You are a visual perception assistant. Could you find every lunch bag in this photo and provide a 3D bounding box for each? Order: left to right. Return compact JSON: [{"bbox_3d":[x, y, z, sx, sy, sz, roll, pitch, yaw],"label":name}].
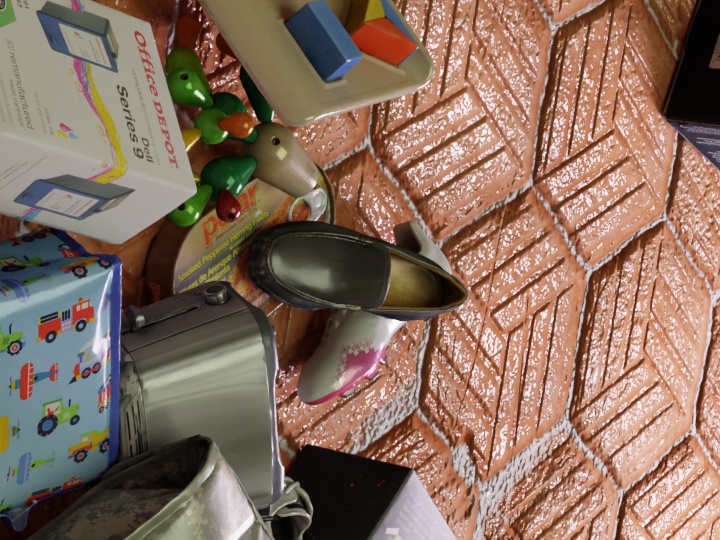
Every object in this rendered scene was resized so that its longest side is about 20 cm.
[{"bbox_3d":[-0.243,0.090,1.543,0.150,0.094,0.201,-18,117,-33],"label":"lunch bag"},{"bbox_3d":[-0.146,0.232,1.577,0.200,0.117,0.165,-37,116,-20],"label":"lunch bag"}]

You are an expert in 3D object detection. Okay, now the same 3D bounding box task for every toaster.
[{"bbox_3d":[-0.134,0.112,1.662,0.129,0.114,0.201,-14,118,-23],"label":"toaster"}]

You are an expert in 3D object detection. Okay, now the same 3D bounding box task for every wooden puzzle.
[{"bbox_3d":[-0.037,-0.208,1.690,0.186,0.046,0.200,56,35,7],"label":"wooden puzzle"}]

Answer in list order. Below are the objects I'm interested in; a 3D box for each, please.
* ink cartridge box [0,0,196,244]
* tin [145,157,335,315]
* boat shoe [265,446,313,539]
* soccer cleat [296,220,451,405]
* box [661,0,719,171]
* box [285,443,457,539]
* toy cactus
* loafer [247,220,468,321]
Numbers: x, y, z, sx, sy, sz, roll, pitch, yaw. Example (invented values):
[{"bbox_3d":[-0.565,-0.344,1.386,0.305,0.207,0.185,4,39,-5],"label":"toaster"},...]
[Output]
[{"bbox_3d":[-0.217,-0.114,1.503,0.200,0.087,0.146,19,49,-53],"label":"ink cartridge box"},{"bbox_3d":[-0.094,-0.018,1.766,0.200,0.042,0.113,-39,130,-40],"label":"tin"},{"bbox_3d":[-0.069,0.195,1.767,0.074,0.065,0.201,35,44,-55],"label":"boat shoe"},{"bbox_3d":[0.000,0.033,1.883,0.200,0.070,0.087,-43,110,-38],"label":"soccer cleat"},{"bbox_3d":[0.432,-0.202,2.323,0.196,0.123,0.201,34,71,-51],"label":"box"},{"bbox_3d":[-0.030,0.258,1.836,0.200,0.122,0.106,-56,135,-28],"label":"box"},{"bbox_3d":[-0.083,-0.113,1.695,0.165,0.102,0.201,39,50,-44],"label":"toy cactus"},{"bbox_3d":[0.000,0.000,1.786,0.199,0.072,0.073,7,87,-41],"label":"loafer"}]
